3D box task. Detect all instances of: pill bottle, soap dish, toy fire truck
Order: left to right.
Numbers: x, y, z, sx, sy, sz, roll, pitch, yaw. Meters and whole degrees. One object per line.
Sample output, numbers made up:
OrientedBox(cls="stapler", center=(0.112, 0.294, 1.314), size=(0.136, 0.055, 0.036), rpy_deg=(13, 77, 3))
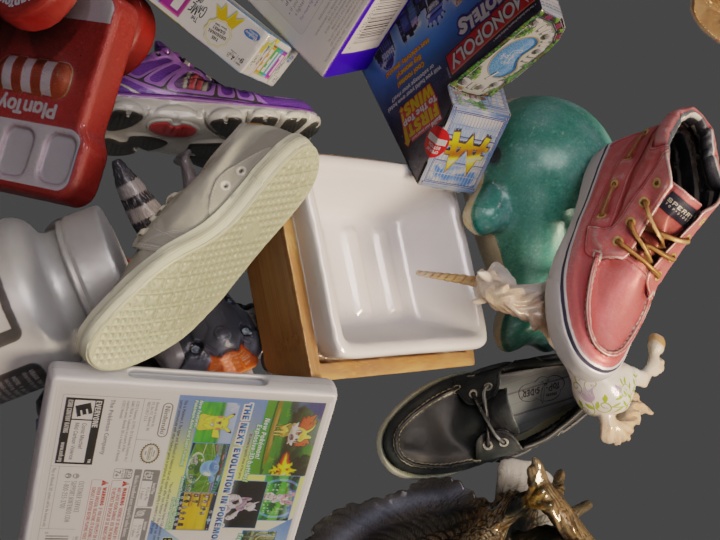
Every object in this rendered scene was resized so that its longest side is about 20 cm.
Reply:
OrientedBox(cls="pill bottle", center=(-0.245, 0.033, 0.864), size=(0.200, 0.111, 0.111), rpy_deg=(-22, 85, -4))
OrientedBox(cls="toy fire truck", center=(-0.243, -0.136, 0.915), size=(0.200, 0.112, 0.168), rpy_deg=(11, 81, 26))
OrientedBox(cls="soap dish", center=(0.000, 0.000, 0.974), size=(0.200, 0.081, 0.158), rpy_deg=(1, 75, -53))

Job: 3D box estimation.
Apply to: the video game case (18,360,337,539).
OrientedBox(cls="video game case", center=(-0.125, 0.149, 0.886), size=(0.182, 0.200, 0.022), rpy_deg=(5, 31, -19))

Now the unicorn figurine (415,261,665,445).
OrientedBox(cls="unicorn figurine", center=(0.155, 0.038, 0.982), size=(0.200, 0.074, 0.137), rpy_deg=(54, 43, -2))

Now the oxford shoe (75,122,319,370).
OrientedBox(cls="oxford shoe", center=(-0.106, -0.018, 0.843), size=(0.058, 0.075, 0.200), rpy_deg=(31, 66, 24))

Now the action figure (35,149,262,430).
OrientedBox(cls="action figure", center=(-0.144, 0.030, 0.941), size=(0.200, 0.105, 0.194), rpy_deg=(-28, 78, -25))

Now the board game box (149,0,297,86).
OrientedBox(cls="board game box", center=(-0.140, -0.210, 0.967), size=(0.200, 0.134, 0.034), rpy_deg=(39, 97, 2))

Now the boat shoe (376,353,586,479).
OrientedBox(cls="boat shoe", center=(0.109, 0.107, 1.034), size=(0.199, 0.066, 0.075), rpy_deg=(-10, 81, -23))

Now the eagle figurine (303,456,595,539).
OrientedBox(cls="eagle figurine", center=(0.069, 0.216, 0.970), size=(0.151, 0.200, 0.152), rpy_deg=(39, 22, -44))

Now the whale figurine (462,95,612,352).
OrientedBox(cls="whale figurine", center=(0.146, -0.036, 1.055), size=(0.159, 0.104, 0.201), rpy_deg=(7, 82, -49))

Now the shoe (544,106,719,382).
OrientedBox(cls="shoe", center=(0.190, -0.023, 0.931), size=(0.071, 0.091, 0.200), rpy_deg=(32, 55, -19))

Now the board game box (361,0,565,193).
OrientedBox(cls="board game box", center=(0.072, -0.170, 0.994), size=(0.062, 0.200, 0.200), rpy_deg=(5, 62, -39))

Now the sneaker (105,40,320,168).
OrientedBox(cls="sneaker", center=(-0.124, -0.129, 1.003), size=(0.199, 0.081, 0.084), rpy_deg=(7, 62, -22))

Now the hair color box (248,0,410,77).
OrientedBox(cls="hair color box", center=(-0.049, -0.251, 1.004), size=(0.200, 0.109, 0.065), rpy_deg=(47, 35, 15))
